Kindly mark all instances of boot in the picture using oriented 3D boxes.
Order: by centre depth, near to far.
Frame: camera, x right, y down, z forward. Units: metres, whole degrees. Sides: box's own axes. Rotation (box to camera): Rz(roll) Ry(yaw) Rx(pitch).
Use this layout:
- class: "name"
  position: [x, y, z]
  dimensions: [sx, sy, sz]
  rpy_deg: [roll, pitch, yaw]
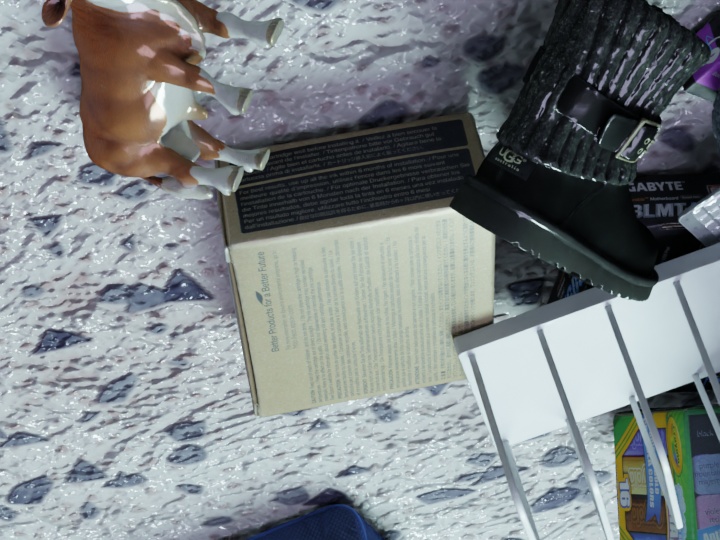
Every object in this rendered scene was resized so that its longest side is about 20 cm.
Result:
- class: "boot"
  position: [0.148, -0.073, 1.171]
  dimensions: [0.159, 0.079, 0.211]
  rpy_deg: [-62, 151, 3]

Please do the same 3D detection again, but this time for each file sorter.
- class: "file sorter"
  position: [0.182, 0.093, 1.293]
  dimensions: [0.198, 0.125, 0.139]
  rpy_deg: [-20, 147, 3]

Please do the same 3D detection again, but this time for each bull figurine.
- class: "bull figurine"
  position: [-0.108, -0.109, 1.075]
  dimensions: [0.121, 0.065, 0.200]
  rpy_deg: [23, 153, 8]

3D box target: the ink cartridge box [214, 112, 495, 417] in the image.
- class: "ink cartridge box"
  position: [0.000, 0.000, 1.266]
  dimensions: [0.163, 0.076, 0.201]
  rpy_deg: [-9, 146, -3]

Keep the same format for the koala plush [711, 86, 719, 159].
- class: "koala plush"
  position: [0.320, -0.019, 1.161]
  dimensions: [0.176, 0.201, 0.184]
  rpy_deg: [-21, 146, 14]

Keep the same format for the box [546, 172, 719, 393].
- class: "box"
  position: [0.232, 0.012, 1.372]
  dimensions: [0.197, 0.050, 0.201]
  rpy_deg: [-1, 143, -11]

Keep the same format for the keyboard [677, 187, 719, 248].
- class: "keyboard"
  position: [0.275, -0.006, 1.312]
  dimensions: [0.056, 0.011, 0.200]
  rpy_deg: [-30, 140, 23]

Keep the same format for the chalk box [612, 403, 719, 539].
- class: "chalk box"
  position: [0.274, 0.158, 1.455]
  dimensions: [0.124, 0.125, 0.200]
  rpy_deg: [-2, 176, -12]

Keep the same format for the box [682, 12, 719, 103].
- class: "box"
  position: [0.299, -0.154, 1.170]
  dimensions: [0.142, 0.036, 0.200]
  rpy_deg: [17, 138, -36]

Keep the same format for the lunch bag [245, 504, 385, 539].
- class: "lunch bag"
  position: [-0.036, 0.285, 1.607]
  dimensions: [0.199, 0.137, 0.132]
  rpy_deg: [-21, 145, 11]
